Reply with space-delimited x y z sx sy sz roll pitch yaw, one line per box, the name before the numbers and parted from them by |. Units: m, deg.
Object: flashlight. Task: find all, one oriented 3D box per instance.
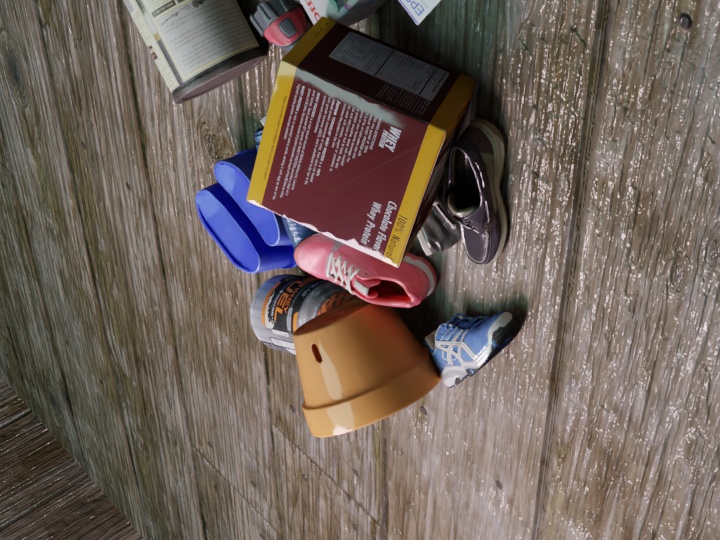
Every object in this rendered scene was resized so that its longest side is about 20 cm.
flashlight | -0.063 -0.269 1.634 0.200 0.068 0.068 55 139 0

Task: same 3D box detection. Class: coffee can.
coffee can | -0.240 -0.355 1.745 0.146 0.146 0.201 -17 101 61

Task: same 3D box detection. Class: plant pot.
plant pot | -0.006 0.122 1.723 0.200 0.200 0.141 -13 104 60

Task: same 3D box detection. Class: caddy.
caddy | -0.154 -0.090 1.903 0.200 0.105 0.141 51 127 15

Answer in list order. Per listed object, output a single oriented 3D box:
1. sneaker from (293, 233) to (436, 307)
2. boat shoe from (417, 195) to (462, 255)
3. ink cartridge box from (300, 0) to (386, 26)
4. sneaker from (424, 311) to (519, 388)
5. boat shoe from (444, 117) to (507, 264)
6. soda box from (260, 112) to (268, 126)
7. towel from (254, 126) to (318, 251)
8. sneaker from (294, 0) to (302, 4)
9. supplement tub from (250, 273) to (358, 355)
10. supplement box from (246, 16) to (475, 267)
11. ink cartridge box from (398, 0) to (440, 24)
sneaker | 0.000 0.000 1.671 0.199 0.087 0.074 14 118 10
boat shoe | 0.073 -0.119 1.574 0.067 0.057 0.201 -68 -45 -81
ink cartridge box | -0.012 -0.377 1.424 0.145 0.084 0.200 60 152 -1
sneaker | 0.138 0.093 1.627 0.077 0.076 0.200 52 150 4
boat shoe | 0.132 -0.085 1.485 0.072 0.065 0.201 35 144 35
soda box | -0.043 -0.143 1.647 0.200 0.068 0.064 49 -179 -7
towel | -0.070 -0.118 1.727 0.048 0.111 0.201 10 124 56
sneaker | -0.121 -0.391 1.596 0.079 0.075 0.200 41 -175 -40
supplement tub | -0.071 0.072 1.896 0.200 0.122 0.123 7 122 55
supplement box | 0.000 -0.149 1.449 0.199 0.133 0.198 24 128 7
ink cartridge box | 0.069 -0.389 1.260 0.200 0.043 0.199 -42 79 37
